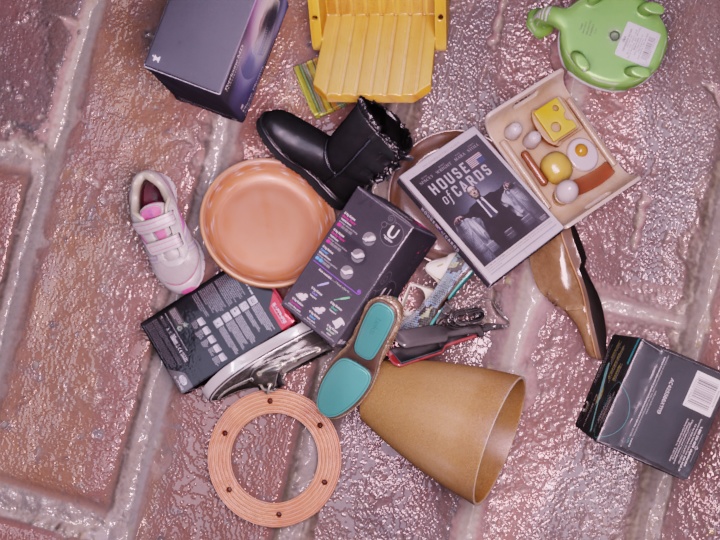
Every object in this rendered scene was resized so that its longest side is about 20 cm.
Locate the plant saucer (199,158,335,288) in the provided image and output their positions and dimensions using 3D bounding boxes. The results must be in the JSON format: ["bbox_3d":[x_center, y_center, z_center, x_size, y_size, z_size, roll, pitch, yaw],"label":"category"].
[{"bbox_3d":[-0.136,-0.066,1.501,0.199,0.037,0.201,4,69,-11],"label":"plant saucer"}]

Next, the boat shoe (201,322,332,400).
[{"bbox_3d":[-0.136,0.144,1.498,0.199,0.071,0.064,-31,78,0],"label":"boat shoe"}]

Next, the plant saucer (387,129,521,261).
[{"bbox_3d":[0.140,-0.105,1.518,0.199,0.032,0.202,0,86,3],"label":"plant saucer"}]

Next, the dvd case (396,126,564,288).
[{"bbox_3d":[0.169,-0.092,1.450,0.150,0.025,0.200,-35,78,-23],"label":"dvd case"}]

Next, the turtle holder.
[{"bbox_3d":[0.336,-0.319,1.468,0.184,0.132,0.142,-7,87,4],"label":"turtle holder"}]

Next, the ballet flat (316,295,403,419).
[{"bbox_3d":[0.006,0.118,1.416,0.070,0.065,0.201,36,112,10],"label":"ballet flat"}]

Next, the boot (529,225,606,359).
[{"bbox_3d":[0.302,0.037,1.491,0.075,0.074,0.201,-20,81,21],"label":"boot"}]

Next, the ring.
[{"bbox_3d":[-0.126,0.276,1.519,0.199,0.019,0.202,0,86,3],"label":"ring"}]

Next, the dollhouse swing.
[{"bbox_3d":[0.019,-0.359,1.451,0.199,0.176,0.183,3,129,9],"label":"dollhouse swing"}]

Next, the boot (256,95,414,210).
[{"bbox_3d":[-0.033,-0.189,1.463,0.198,0.073,0.162,44,132,-10],"label":"boot"}]

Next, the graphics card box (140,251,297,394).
[{"bbox_3d":[-0.208,0.079,1.519,0.199,0.051,0.126,-33,84,0],"label":"graphics card box"}]

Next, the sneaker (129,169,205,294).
[{"bbox_3d":[-0.292,-0.060,1.502,0.081,0.088,0.201,-26,77,2],"label":"sneaker"}]

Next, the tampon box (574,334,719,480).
[{"bbox_3d":[0.390,0.180,1.402,0.126,0.200,0.151,24,90,4],"label":"tampon box"}]

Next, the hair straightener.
[{"bbox_3d":[0.132,0.081,1.456,0.199,0.077,0.041,-9,41,-27],"label":"hair straightener"}]

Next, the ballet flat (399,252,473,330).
[{"bbox_3d":[0.107,0.027,1.478,0.074,0.074,0.200,37,102,5],"label":"ballet flat"}]

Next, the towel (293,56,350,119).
[{"bbox_3d":[0.004,-0.307,1.545,0.199,0.018,0.086,-25,86,1],"label":"towel"}]

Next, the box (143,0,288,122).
[{"bbox_3d":[-0.199,-0.337,1.468,0.123,0.198,0.201,20,89,5],"label":"box"}]

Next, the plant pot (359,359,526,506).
[{"bbox_3d":[0.106,0.204,1.444,0.199,0.186,0.187,19,88,22],"label":"plant pot"}]

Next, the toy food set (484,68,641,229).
[{"bbox_3d":[0.291,-0.176,1.483,0.143,0.060,0.201,-33,85,-12],"label":"toy food set"}]

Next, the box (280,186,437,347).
[{"bbox_3d":[0.000,0.000,1.454,0.106,0.122,0.201,36,99,19],"label":"box"}]
